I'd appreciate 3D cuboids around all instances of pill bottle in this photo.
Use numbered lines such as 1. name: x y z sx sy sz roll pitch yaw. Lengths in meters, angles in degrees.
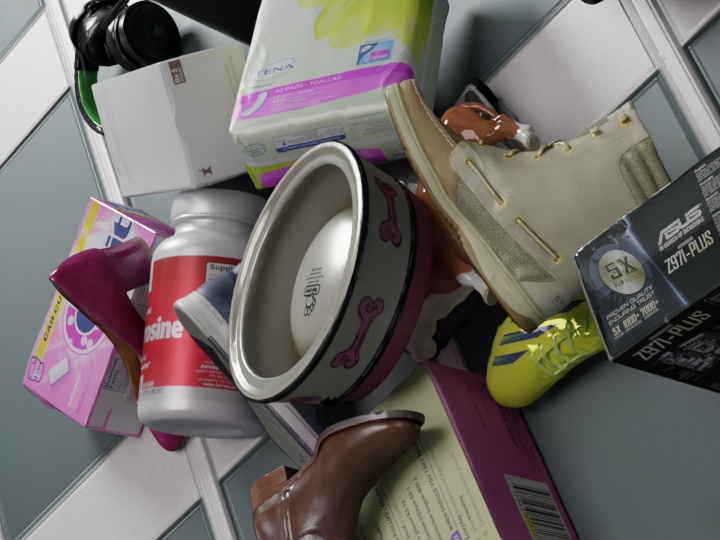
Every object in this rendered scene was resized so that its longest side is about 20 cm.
1. pill bottle: -0.126 0.037 1.842 0.112 0.112 0.200 -10 70 45

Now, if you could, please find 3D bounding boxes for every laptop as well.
1. laptop: -0.115 -0.277 1.946 0.187 0.116 0.200 -54 9 -20

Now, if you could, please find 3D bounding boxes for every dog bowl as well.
1. dog bowl: -0.020 0.010 1.594 0.200 0.074 0.200 -42 38 45

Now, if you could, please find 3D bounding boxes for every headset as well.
1. headset: -0.236 -0.227 2.057 0.123 0.094 0.200 16 101 48

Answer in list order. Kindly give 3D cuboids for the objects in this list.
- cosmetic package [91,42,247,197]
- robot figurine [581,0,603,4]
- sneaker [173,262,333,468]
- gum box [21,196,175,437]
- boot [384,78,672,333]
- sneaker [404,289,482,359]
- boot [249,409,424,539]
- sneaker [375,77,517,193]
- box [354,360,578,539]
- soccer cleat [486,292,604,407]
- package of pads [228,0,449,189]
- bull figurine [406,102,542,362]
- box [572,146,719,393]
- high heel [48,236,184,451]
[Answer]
1. cosmetic package: -0.157 -0.128 1.881 0.200 0.081 0.113 1 108 65
2. robot figurine: 0.195 -0.286 1.598 0.150 0.125 0.200 -36 50 5
3. sneaker: -0.034 0.064 1.762 0.202 0.146 0.077 52 163 1
4. gum box: -0.227 0.047 1.979 0.113 0.066 0.200 26 97 47
5. boot: 0.122 -0.078 1.514 0.155 0.072 0.200 -34 82 5
6. sneaker: 0.000 0.000 1.706 0.200 0.071 0.099 30 98 19
7. boot: -0.002 0.219 1.548 0.186 0.064 0.200 -38 52 41
8. sneaker: 0.060 -0.100 1.727 0.200 0.075 0.116 16 85 38
9. box: 0.046 0.202 1.618 0.200 0.097 0.176 -45 49 27
10. soccer cleat: 0.163 0.036 1.566 0.200 0.065 0.084 -48 39 23
11. package of pads: -0.017 -0.159 1.730 0.154 0.068 0.200 -11 42 21
12. bull figurine: 0.074 -0.027 1.606 0.121 0.065 0.200 11 88 42
13. box: 0.269 -0.010 1.398 0.200 0.164 0.086 -39 53 33
14. high heel: -0.209 0.075 1.879 0.067 0.096 0.200 17 122 49
